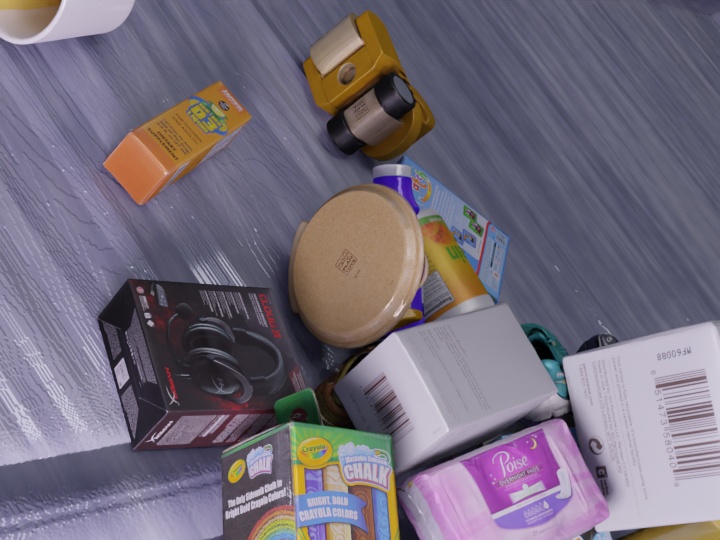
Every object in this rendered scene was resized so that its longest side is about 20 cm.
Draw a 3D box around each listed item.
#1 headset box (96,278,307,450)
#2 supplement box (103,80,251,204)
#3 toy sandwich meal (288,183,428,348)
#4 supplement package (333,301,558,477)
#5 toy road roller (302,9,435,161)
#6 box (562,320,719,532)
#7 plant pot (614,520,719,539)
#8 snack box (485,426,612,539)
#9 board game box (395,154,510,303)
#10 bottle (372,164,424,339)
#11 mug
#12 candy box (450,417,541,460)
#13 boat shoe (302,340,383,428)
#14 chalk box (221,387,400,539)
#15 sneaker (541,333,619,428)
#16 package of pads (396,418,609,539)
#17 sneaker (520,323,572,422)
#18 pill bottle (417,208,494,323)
[{"bbox_3d":[-0.147,0.094,1.174,0.198,0.077,0.150,5,53,-41],"label":"headset box"},{"bbox_3d":[-0.208,-0.152,1.354,0.067,0.069,0.200,47,34,-3],"label":"supplement box"},{"bbox_3d":[0.000,0.000,1.316,0.070,0.204,0.207,20,42,-50],"label":"toy sandwich meal"},{"bbox_3d":[0.092,0.125,1.239,0.199,0.117,0.118,-10,63,-46],"label":"supplement package"},{"bbox_3d":[0.020,-0.245,1.636,0.145,0.122,0.202,22,41,-52],"label":"toy road roller"},{"bbox_3d":[0.359,0.167,1.280,0.170,0.199,0.202,-2,78,-46],"label":"box"},{"bbox_3d":[0.366,0.373,1.349,0.187,0.201,0.203,-1,55,-26],"label":"plant pot"},{"bbox_3d":[0.216,0.277,1.283,0.115,0.037,0.202,-1,65,-32],"label":"snack box"},{"bbox_3d":[0.115,-0.053,1.612,0.199,0.037,0.152,38,37,-14],"label":"board game box"},{"bbox_3d":[0.039,-0.021,1.374,0.064,0.083,0.203,1,85,-18],"label":"bottle"},{"bbox_3d":[-0.344,-0.350,1.344,0.153,0.149,0.188,-13,72,-59],"label":"mug"},{"bbox_3d":[0.198,0.236,1.394,0.168,0.072,0.200,43,35,-5],"label":"candy box"},{"bbox_3d":[0.010,0.125,1.309,0.072,0.068,0.200,48,36,3],"label":"boat shoe"},{"bbox_3d":[-0.048,0.214,1.084,0.123,0.124,0.203,15,62,-36],"label":"chalk box"},{"bbox_3d":[0.278,0.145,1.436,0.201,0.077,0.148,15,45,-38],"label":"sneaker"},{"bbox_3d":[0.145,0.238,1.194,0.198,0.076,0.122,-16,70,-31],"label":"package of pads"},{"bbox_3d":[0.212,0.101,1.370,0.200,0.076,0.081,-91,169,-71],"label":"sneaker"},{"bbox_3d":[0.098,0.035,1.448,0.110,0.111,0.201,-10,64,-49],"label":"pill bottle"}]
